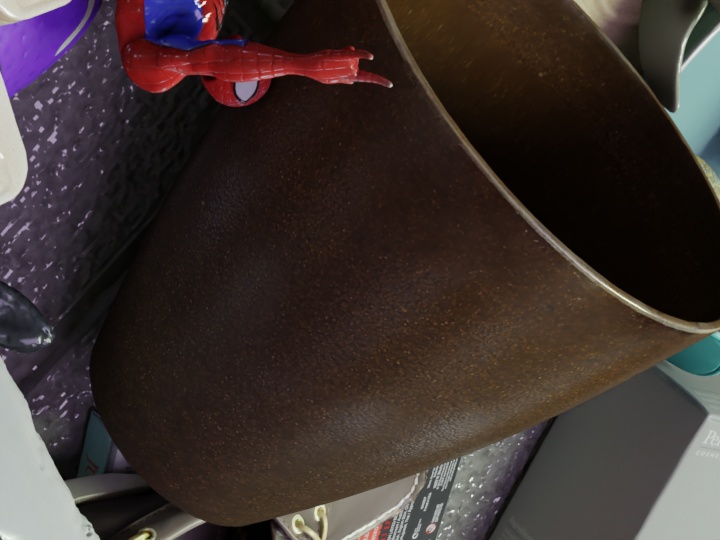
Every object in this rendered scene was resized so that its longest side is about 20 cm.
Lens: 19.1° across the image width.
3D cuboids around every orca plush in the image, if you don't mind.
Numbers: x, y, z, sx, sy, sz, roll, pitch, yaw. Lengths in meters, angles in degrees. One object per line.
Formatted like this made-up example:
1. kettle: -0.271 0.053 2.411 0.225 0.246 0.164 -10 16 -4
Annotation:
1. orca plush: -0.145 0.063 0.745 0.200 0.071 0.105 40 54 -30

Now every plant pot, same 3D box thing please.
1. plant pot: 0.000 0.000 0.771 0.200 0.187 0.187 -40 146 26

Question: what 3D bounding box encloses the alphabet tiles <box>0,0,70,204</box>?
1. alphabet tiles: -0.156 -0.094 0.576 0.200 0.015 0.196 -31 111 -47

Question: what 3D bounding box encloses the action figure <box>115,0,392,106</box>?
1. action figure: -0.051 -0.114 0.622 0.200 0.099 0.065 59 35 -50

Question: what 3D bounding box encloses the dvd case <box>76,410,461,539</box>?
1. dvd case: -0.040 0.109 0.928 0.200 0.022 0.146 -9 126 -39

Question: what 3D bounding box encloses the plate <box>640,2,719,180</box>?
1. plate: 0.158 -0.077 0.926 0.200 0.026 0.200 -38 159 -17

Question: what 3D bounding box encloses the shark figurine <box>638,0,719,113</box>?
1. shark figurine: 0.148 -0.084 0.709 0.089 0.215 0.128 -18 157 -24

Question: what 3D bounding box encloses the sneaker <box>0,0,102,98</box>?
1. sneaker: -0.150 -0.037 0.650 0.200 0.100 0.070 -32 140 -18

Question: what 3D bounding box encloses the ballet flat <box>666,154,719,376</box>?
1. ballet flat: 0.142 -0.004 0.919 0.071 0.071 0.200 -48 159 -1

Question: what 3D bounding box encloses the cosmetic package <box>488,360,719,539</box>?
1. cosmetic package: 0.131 0.135 1.055 0.107 0.090 0.200 10 116 -42

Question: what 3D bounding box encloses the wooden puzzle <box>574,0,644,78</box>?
1. wooden puzzle: 0.116 -0.181 0.828 0.200 0.046 0.185 -43 140 0

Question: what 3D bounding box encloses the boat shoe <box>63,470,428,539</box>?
1. boat shoe: -0.050 0.106 0.854 0.200 0.060 0.072 -11 127 -34
